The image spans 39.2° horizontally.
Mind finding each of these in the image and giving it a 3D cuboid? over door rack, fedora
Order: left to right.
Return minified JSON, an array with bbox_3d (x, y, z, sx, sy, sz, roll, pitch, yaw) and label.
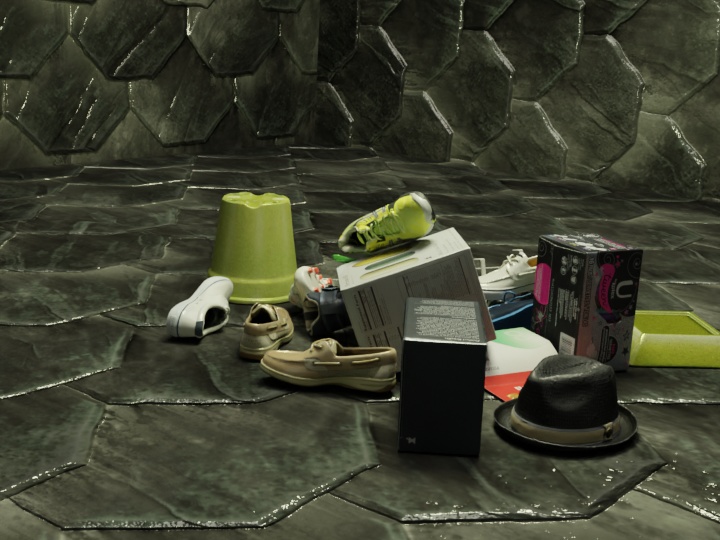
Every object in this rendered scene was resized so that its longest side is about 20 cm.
[{"bbox_3d":[0.196,0.020,1.922,0.200,0.067,0.148,-18,-3,40],"label":"over door rack"},{"bbox_3d":[0.275,0.166,1.349,0.200,0.092,0.201,3,13,-1],"label":"fedora"}]

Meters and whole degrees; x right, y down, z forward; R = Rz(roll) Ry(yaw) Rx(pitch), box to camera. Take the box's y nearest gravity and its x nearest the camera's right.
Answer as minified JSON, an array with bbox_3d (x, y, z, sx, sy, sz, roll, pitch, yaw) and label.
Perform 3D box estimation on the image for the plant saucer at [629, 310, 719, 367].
[{"bbox_3d":[0.521,0.110,1.725,0.199,0.048,0.200,2,14,-5],"label":"plant saucer"}]

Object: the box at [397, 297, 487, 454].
[{"bbox_3d":[0.105,0.133,1.335,0.107,0.149,0.200,3,14,3],"label":"box"}]

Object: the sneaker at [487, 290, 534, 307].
[{"bbox_3d":[0.316,0.046,1.869,0.198,0.080,0.130,-10,25,-10],"label":"sneaker"}]

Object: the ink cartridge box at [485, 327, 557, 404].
[{"bbox_3d":[0.237,0.142,1.542,0.160,0.050,0.200,-4,13,-26],"label":"ink cartridge box"}]

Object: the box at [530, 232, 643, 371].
[{"bbox_3d":[0.358,0.051,1.610,0.114,0.201,0.132,-5,16,-25],"label":"box"}]

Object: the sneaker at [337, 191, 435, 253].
[{"bbox_3d":[0.042,-0.063,1.586,0.076,0.076,0.200,-33,4,-38],"label":"sneaker"}]

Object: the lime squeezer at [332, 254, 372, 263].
[{"bbox_3d":[0.000,0.000,1.685,0.070,0.038,0.200,-16,-10,1],"label":"lime squeezer"}]

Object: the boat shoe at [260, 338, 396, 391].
[{"bbox_3d":[-0.046,0.129,1.462,0.199,0.065,0.072,6,14,12],"label":"boat shoe"}]

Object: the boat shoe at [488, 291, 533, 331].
[{"bbox_3d":[0.246,0.074,1.730,0.199,0.084,0.069,-5,29,-38],"label":"boat shoe"}]

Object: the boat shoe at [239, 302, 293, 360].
[{"bbox_3d":[-0.151,0.086,1.646,0.072,0.065,0.200,5,14,8],"label":"boat shoe"}]

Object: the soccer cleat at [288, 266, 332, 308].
[{"bbox_3d":[-0.096,0.038,1.801,0.077,0.070,0.200,-18,-9,6],"label":"soccer cleat"}]

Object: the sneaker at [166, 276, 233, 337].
[{"bbox_3d":[-0.253,0.069,1.711,0.071,0.073,0.200,16,26,13],"label":"sneaker"}]

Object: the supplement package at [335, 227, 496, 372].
[{"bbox_3d":[0.081,0.048,1.549,0.199,0.151,0.152,-19,14,0],"label":"supplement package"}]

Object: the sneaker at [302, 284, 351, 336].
[{"bbox_3d":[-0.020,0.065,1.735,0.146,0.077,0.202,-14,-9,8],"label":"sneaker"}]

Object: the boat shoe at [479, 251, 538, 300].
[{"bbox_3d":[0.277,0.001,1.791,0.199,0.070,0.071,-10,22,-14],"label":"boat shoe"}]

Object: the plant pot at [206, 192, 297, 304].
[{"bbox_3d":[-0.202,-0.050,1.937,0.200,0.185,0.200,3,14,-1],"label":"plant pot"}]
